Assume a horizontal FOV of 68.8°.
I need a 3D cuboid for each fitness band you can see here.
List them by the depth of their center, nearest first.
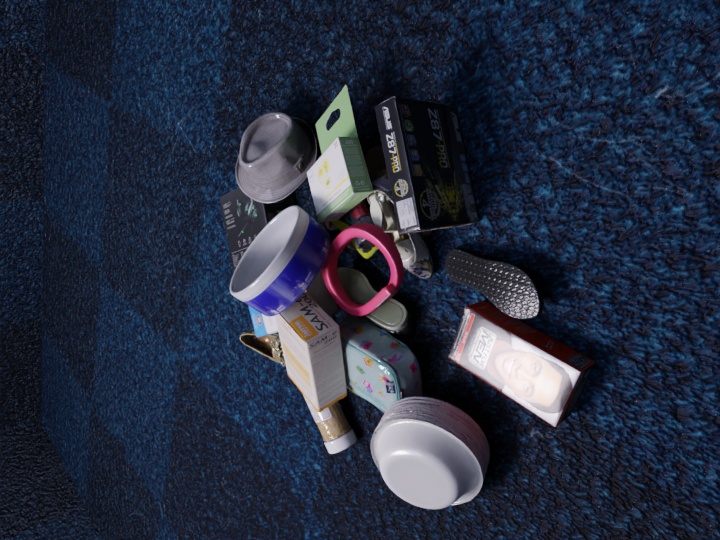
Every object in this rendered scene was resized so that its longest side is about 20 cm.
[{"bbox_3d":[0.000,0.000,0.935,0.144,0.037,0.200,56,141,8],"label":"fitness band"}]

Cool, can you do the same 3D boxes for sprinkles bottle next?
[{"bbox_3d":[-0.079,0.292,1.142,0.068,0.068,0.200,-29,85,43],"label":"sprinkles bottle"}]

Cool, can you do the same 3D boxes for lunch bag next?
[{"bbox_3d":[0.027,0.190,1.008,0.200,0.077,0.161,28,137,40],"label":"lunch bag"}]

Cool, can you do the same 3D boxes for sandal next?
[{"bbox_3d":[0.219,0.011,0.842,0.200,0.048,0.075,36,123,49],"label":"sandal"},{"bbox_3d":[0.064,-0.146,0.949,0.080,0.054,0.200,-42,68,40],"label":"sandal"}]

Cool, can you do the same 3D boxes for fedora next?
[{"bbox_3d":[-0.187,-0.248,1.085,0.177,0.090,0.200,41,85,23],"label":"fedora"}]

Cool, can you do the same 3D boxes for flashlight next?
[{"bbox_3d":[-0.005,-0.138,0.976,0.068,0.068,0.200,-27,63,18],"label":"flashlight"}]

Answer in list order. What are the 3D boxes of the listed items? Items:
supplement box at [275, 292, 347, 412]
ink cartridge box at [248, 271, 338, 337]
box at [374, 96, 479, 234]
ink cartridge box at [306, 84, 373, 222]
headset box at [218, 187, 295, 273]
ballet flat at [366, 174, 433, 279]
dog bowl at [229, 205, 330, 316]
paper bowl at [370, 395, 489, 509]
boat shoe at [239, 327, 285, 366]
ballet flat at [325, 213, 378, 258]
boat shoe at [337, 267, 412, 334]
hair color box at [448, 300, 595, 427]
[{"bbox_3d":[-0.094,0.157,1.010,0.126,0.073,0.200,40,147,40],"label":"supplement box"},{"bbox_3d":[-0.157,0.052,1.146,0.200,0.086,0.147,-19,83,40],"label":"ink cartridge box"},{"bbox_3d":[0.108,-0.163,0.830,0.049,0.161,0.200,-12,88,44],"label":"box"},{"bbox_3d":[-0.050,-0.204,0.936,0.146,0.048,0.200,-29,73,58],"label":"ink cartridge box"},{"bbox_3d":[-0.231,-0.109,1.215,0.174,0.093,0.200,-14,87,45],"label":"headset box"},{"bbox_3d":[0.061,-0.066,0.916,0.072,0.072,0.200,-15,104,44],"label":"ballet flat"},{"bbox_3d":[-0.148,-0.018,0.968,0.200,0.079,0.200,-40,27,25],"label":"dog bowl"},{"bbox_3d":[0.113,0.324,0.904,0.200,0.104,0.201,13,123,21],"label":"paper bowl"},{"bbox_3d":[-0.203,0.180,1.230,0.200,0.063,0.073,9,102,43],"label":"boat shoe"},{"bbox_3d":[-0.034,-0.096,1.050,0.200,0.067,0.067,45,133,28],"label":"ballet flat"},{"bbox_3d":[0.017,0.062,1.024,0.201,0.061,0.072,35,82,35],"label":"boat shoe"},{"bbox_3d":[0.244,0.139,0.823,0.200,0.061,0.102,30,116,36],"label":"hair color box"}]
